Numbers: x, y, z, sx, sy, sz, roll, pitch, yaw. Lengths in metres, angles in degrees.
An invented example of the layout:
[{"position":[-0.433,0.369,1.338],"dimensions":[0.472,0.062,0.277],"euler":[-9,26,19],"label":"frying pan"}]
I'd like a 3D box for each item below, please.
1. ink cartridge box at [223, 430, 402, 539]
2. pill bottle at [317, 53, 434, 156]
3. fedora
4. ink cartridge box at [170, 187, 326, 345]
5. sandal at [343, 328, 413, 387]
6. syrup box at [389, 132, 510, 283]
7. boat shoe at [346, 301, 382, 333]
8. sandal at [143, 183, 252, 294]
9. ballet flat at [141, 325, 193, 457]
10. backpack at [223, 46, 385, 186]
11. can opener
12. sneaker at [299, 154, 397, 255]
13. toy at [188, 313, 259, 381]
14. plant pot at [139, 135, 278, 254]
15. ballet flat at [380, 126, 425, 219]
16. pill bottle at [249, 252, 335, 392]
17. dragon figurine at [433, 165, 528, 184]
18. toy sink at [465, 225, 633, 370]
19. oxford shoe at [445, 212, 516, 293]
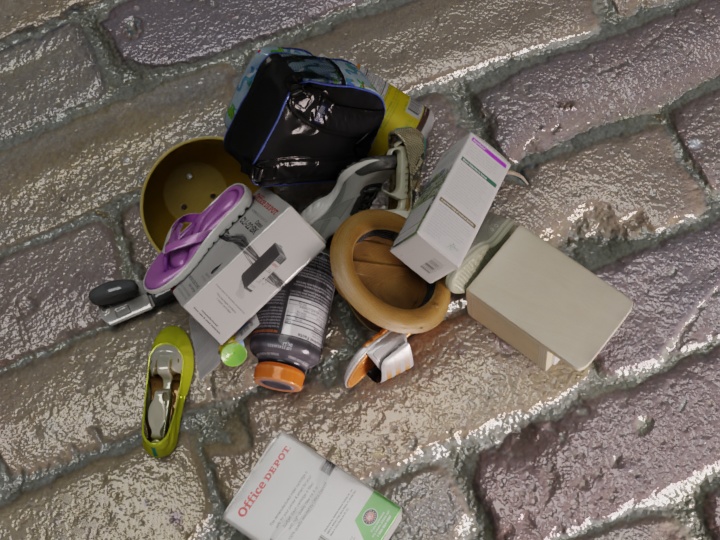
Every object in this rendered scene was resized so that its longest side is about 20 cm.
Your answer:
[{"position":[-0.063,0.336,1.432],"dimensions":[0.200,0.084,0.146],"euler":[31,75,14],"label":"ink cartridge box"},{"position":[0.005,-0.245,1.598],"dimensions":[0.200,0.109,0.109],"euler":[31,73,-10],"label":"pill bottle"},{"position":[0.030,0.012,1.469],"dimensions":[0.201,0.082,0.201],"euler":[17,57,-28],"label":"fedora"},{"position":[-0.161,-0.012,1.451],"dimensions":[0.200,0.144,0.084],"euler":[-43,115,-5],"label":"ink cartridge box"},{"position":[0.064,0.106,1.513],"dimensions":[0.207,0.079,0.059],"euler":[-40,69,-13],"label":"sandal"},{"position":[0.127,-0.089,1.465],"dimensions":[0.081,0.079,0.200],"euler":[38,58,-13],"label":"syrup box"},{"position":[0.000,-0.001,1.562],"dimensions":[0.072,0.068,0.200],"euler":[-21,70,-4],"label":"boat shoe"},{"position":[-0.236,-0.054,1.455],"dimensions":[0.203,0.050,0.082],"euler":[-49,36,-15],"label":"sandal"},{"position":[-0.283,0.169,1.519],"dimensions":[0.067,0.067,0.200],"euler":[2,70,5],"label":"ballet flat"},{"position":[-0.077,-0.219,1.462],"dimensions":[0.200,0.183,0.147],"euler":[-2,44,-41],"label":"backpack"},{"position":[-0.304,0.024,1.579],"dimensions":[0.200,0.066,0.053],"euler":[-22,68,-9],"label":"can opener"},{"position":[-0.008,-0.096,1.499],"dimensions":[0.074,0.200,0.079],"euler":[-11,65,-46],"label":"sneaker"},{"position":[-0.186,0.082,1.498],"dimensions":[0.115,0.200,0.047],"euler":[-44,112,7],"label":"toy"},{"position":[-0.234,-0.106,1.562],"dimensions":[0.200,0.142,0.200],"euler":[-4,103,-17],"label":"plant pot"},{"position":[0.056,-0.110,1.529],"dimensions":[0.068,0.075,0.200],"euler":[4,96,47],"label":"ballet flat"},{"position":[-0.100,0.073,1.522],"dimensions":[0.106,0.106,0.200],"euler":[9,70,7],"label":"pill bottle"},{"position":[0.147,-0.120,1.600],"dimensions":[0.200,0.099,0.059],"euler":[-14,70,-20],"label":"dragon figurine"},{"position":[0.269,0.056,1.501],"dimensions":[0.200,0.112,0.130],"euler":[35,76,20],"label":"toy sink"},{"position":[0.164,-0.028,1.528],"dimensions":[0.058,0.075,0.200],"euler":[27,39,17],"label":"oxford shoe"}]
